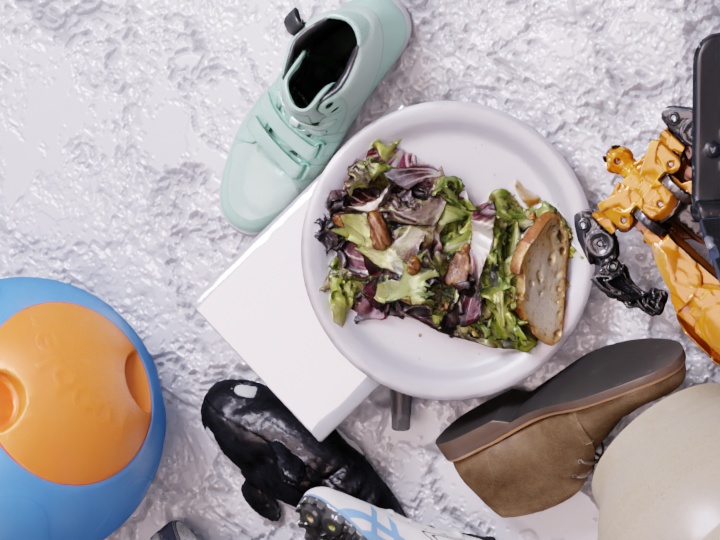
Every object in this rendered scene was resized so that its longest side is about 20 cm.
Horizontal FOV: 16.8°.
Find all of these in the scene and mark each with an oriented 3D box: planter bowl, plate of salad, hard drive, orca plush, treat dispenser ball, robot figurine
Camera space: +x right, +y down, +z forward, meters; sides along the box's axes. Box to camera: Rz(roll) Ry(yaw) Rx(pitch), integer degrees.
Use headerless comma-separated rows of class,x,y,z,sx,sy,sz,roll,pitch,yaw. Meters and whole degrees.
planter bowl,0.232,0.159,1.566,0.200,0.200,0.135,-47,54,19
plate of salad,0.058,-0.012,1.627,0.198,0.048,0.202,0,94,3
hard drive,0.000,0.000,1.667,0.200,0.026,0.132,-44,91,5
orca plush,-0.042,0.154,1.713,0.105,0.071,0.201,-40,83,20
treat dispenser ball,-0.236,0.106,1.708,0.199,0.201,0.203,3,98,19
robot figurine,0.237,-0.012,1.597,0.200,0.058,0.145,44,108,9

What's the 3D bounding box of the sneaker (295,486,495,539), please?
sneaker,0.047,0.200,1.673,0.199,0.073,0.072,30,148,-5

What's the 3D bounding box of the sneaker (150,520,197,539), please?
sneaker,-0.077,0.227,1.712,0.085,0.077,0.200,-46,42,-3

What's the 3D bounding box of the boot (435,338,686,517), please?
boot,0.148,0.105,1.637,0.199,0.074,0.076,-27,99,36

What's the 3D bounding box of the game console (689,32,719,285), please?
game console,0.312,-0.059,1.495,0.198,0.118,0.172,-1,97,-7

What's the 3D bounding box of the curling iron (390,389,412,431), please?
curling iron,0.020,0.011,1.695,0.049,0.026,0.202,-6,94,14

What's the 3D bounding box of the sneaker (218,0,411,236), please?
sneaker,-0.051,-0.104,1.658,0.074,0.118,0.201,38,109,10
